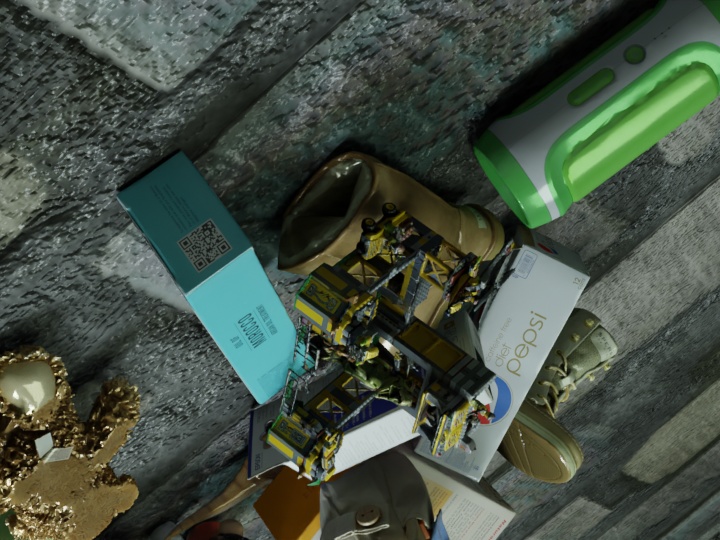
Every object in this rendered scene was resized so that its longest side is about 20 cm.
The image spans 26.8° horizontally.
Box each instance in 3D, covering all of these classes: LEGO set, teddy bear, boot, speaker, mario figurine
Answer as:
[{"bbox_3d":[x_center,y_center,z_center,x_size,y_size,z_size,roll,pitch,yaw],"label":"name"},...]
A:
[{"bbox_3d":[0.029,0.067,0.995,0.153,0.116,0.201,-32,149,-46],"label":"LEGO set"},{"bbox_3d":[-0.219,0.114,1.002,0.145,0.067,0.200,-48,149,3],"label":"teddy bear"},{"bbox_3d":[0.000,0.000,1.082,0.176,0.066,0.199,-52,151,15],"label":"boot"},{"bbox_3d":[0.175,0.104,1.365,0.154,0.200,0.073,-30,118,-18],"label":"boot"},{"bbox_3d":[0.180,-0.118,1.075,0.199,0.089,0.088,-36,156,0],"label":"speaker"},{"bbox_3d":[-0.103,0.250,1.306,0.106,0.124,0.200,-41,-163,-23],"label":"mario figurine"}]

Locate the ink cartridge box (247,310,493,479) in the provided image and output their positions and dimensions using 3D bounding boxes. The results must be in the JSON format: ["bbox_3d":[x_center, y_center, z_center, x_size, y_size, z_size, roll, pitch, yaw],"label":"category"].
[{"bbox_3d":[0.005,0.106,1.183,0.199,0.095,0.037,-24,117,10],"label":"ink cartridge box"}]

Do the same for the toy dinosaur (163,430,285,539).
[{"bbox_3d":[-0.080,0.168,1.295,0.200,0.060,0.106,-45,135,-1],"label":"toy dinosaur"}]

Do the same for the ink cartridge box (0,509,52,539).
[{"bbox_3d":[-0.315,0.246,1.116,0.145,0.048,0.200,-6,143,-48],"label":"ink cartridge box"}]

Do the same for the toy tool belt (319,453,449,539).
[{"bbox_3d":[0.035,0.252,1.202,0.124,0.123,0.201,-26,128,-15],"label":"toy tool belt"}]

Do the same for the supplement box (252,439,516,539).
[{"bbox_3d":[0.023,0.205,1.297,0.200,0.074,0.126,34,98,-41],"label":"supplement box"}]

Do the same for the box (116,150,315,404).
[{"bbox_3d":[-0.086,0.010,0.954,0.049,0.082,0.200,-35,156,-6],"label":"box"}]

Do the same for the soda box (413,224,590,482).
[{"bbox_3d":[0.113,0.068,1.251,0.201,0.063,0.068,-63,-174,15],"label":"soda box"}]
